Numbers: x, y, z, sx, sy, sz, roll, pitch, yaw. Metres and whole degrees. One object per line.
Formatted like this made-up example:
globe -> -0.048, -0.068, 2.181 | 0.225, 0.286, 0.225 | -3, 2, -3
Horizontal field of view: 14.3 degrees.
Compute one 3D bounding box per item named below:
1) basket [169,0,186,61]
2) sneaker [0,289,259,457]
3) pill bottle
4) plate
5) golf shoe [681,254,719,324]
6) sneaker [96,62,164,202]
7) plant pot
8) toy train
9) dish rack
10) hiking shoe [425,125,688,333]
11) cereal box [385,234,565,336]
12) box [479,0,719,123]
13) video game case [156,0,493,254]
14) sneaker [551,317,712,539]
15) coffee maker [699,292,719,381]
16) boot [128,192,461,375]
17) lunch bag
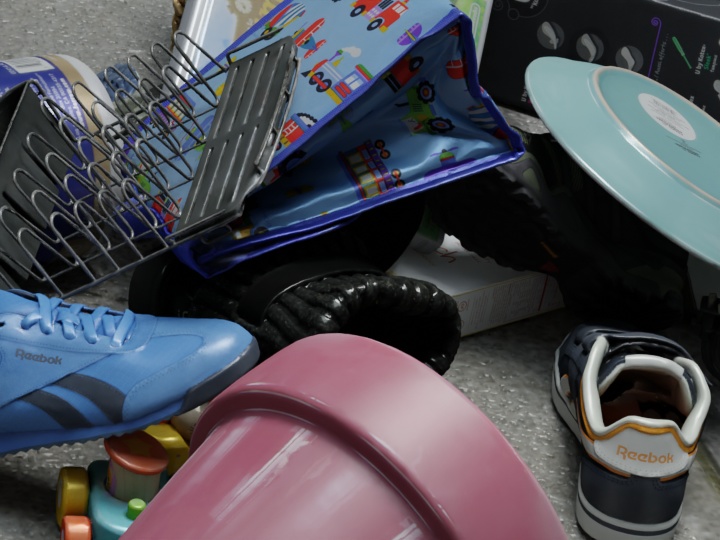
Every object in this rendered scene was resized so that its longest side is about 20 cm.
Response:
basket -> -0.018, -0.172, 1.824 | 0.199, 0.150, 0.143 | 12, 29, 1
sneaker -> -0.150, 0.042, 1.400 | 0.199, 0.079, 0.066 | -11, 16, 14
pill bottle -> -0.239, -0.052, 1.572 | 0.199, 0.116, 0.116 | -11, 36, -32
plate -> 0.180, -0.063, 1.613 | 0.199, 0.026, 0.200 | 30, 24, -14
golf shoe -> 0.189, -0.037, 1.715 | 0.077, 0.095, 0.200 | -18, 42, -43
sneaker -> -0.136, -0.063, 1.682 | 0.077, 0.086, 0.200 | -30, 22, -17
plant pot -> -0.033, 0.154, 1.228 | 0.199, 0.201, 0.179 | 31, 50, 32
toy train -> -0.062, 0.099, 1.430 | 0.150, 0.056, 0.200 | 23, 31, 22
dish rack -> -0.121, -0.055, 1.448 | 0.199, 0.055, 0.154 | -22, 37, 33
hiking shoe -> 0.109, -0.049, 1.630 | 0.200, 0.076, 0.101 | 37, 50, -22
cereal box -> 0.037, -0.016, 1.679 | 0.199, 0.040, 0.144 | -16, 40, -38
box -> 0.189, -0.157, 1.910 | 0.199, 0.107, 0.122 | 18, 29, 13
video game case -> -0.015, -0.131, 1.642 | 0.181, 0.022, 0.201 | 25, 57, -20
sneaker -> 0.148, 0.065, 1.541 | 0.078, 0.080, 0.200 | 7, 28, -6
coffee maker -> 0.258, 0.104, 1.482 | 0.191, 0.136, 0.200 | -3, 24, 18
boot -> 0.000, 0.003, 1.492 | 0.157, 0.080, 0.211 | 10, 33, 43
lunch bag -> -0.040, -0.073, 1.491 | 0.199, 0.094, 0.151 | -29, 28, -7
